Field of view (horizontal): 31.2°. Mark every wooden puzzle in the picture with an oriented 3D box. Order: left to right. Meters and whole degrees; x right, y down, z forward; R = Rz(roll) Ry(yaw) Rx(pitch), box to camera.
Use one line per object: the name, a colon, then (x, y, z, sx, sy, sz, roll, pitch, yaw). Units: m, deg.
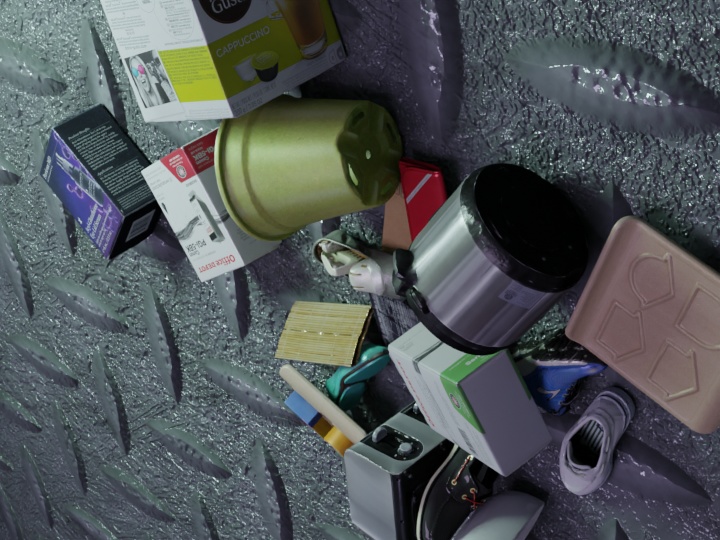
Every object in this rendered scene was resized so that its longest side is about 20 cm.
wooden puzzle: (-0.047, 0.243, 1.984, 0.185, 0.046, 0.200, 40, 168, 23)
wooden puzzle: (0.341, 0.056, 1.406, 0.199, 0.046, 0.186, 35, 133, 20)

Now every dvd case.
dvd case: (0.097, 0.101, 1.765, 0.199, 0.016, 0.150, 25, 143, 39)

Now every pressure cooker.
pressure cooker: (0.142, -0.002, 1.482, 0.176, 0.178, 0.200, 45, 132, 7)

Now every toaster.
toaster: (0.083, 0.290, 1.812, 0.118, 0.180, 0.202, 26, 135, 40)

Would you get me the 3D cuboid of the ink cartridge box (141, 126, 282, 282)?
ink cartridge box: (-0.227, -0.096, 1.957, 0.146, 0.083, 0.201, -19, 101, 53)

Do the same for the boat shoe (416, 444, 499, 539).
boat shoe: (0.142, 0.285, 1.728, 0.063, 0.203, 0.074, 22, 166, 46)

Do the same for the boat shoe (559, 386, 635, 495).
boat shoe: (0.280, 0.223, 1.615, 0.073, 0.067, 0.201, 37, 141, 25)

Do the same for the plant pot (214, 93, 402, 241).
plant pot: (-0.053, -0.142, 1.643, 0.183, 0.200, 0.202, -2, 116, 38)

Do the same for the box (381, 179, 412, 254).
box: (0.107, -0.019, 1.668, 0.199, 0.021, 0.165, 34, 139, 29)

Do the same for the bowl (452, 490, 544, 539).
bowl: (0.159, 0.400, 1.777, 0.074, 0.200, 0.201, 35, 142, 14)

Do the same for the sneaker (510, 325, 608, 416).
sneaker: (0.249, 0.125, 1.580, 0.089, 0.078, 0.200, 52, 154, -6)

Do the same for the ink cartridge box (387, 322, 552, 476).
ink cartridge box: (0.134, 0.152, 1.623, 0.147, 0.084, 0.200, 62, 165, -22)

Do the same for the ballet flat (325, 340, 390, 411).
ballet flat: (-0.013, 0.141, 1.895, 0.071, 0.067, 0.200, 64, 153, 20)

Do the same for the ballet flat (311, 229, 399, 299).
ballet flat: (0.000, 0.000, 1.744, 0.199, 0.063, 0.068, 30, 135, 52)

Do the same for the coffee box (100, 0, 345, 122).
coffee box: (-0.177, -0.317, 1.619, 0.199, 0.199, 0.200, 6, 121, 48)

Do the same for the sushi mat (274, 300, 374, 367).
sushi mat: (-0.055, 0.092, 1.895, 0.012, 0.097, 0.199, 28, 164, -34)

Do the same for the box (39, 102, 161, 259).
box: (-0.427, -0.148, 2.139, 0.200, 0.104, 0.148, 49, 145, 10)

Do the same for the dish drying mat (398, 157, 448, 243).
dish drying mat: (0.090, -0.044, 1.635, 0.076, 0.018, 0.202, 17, 129, 41)
